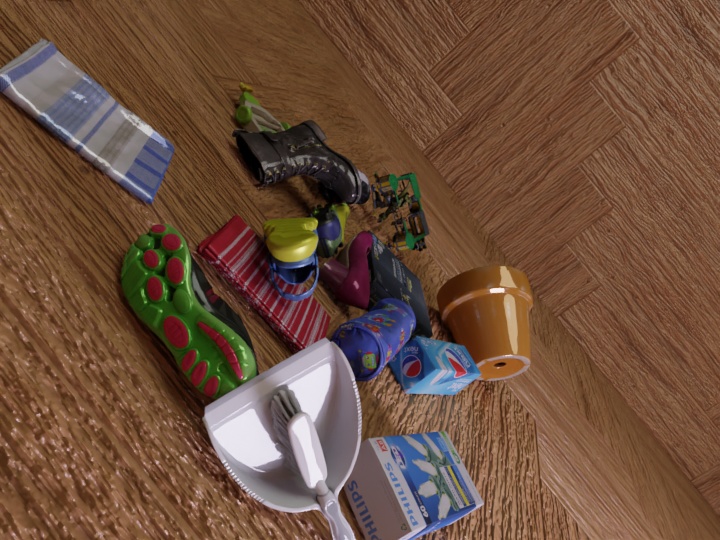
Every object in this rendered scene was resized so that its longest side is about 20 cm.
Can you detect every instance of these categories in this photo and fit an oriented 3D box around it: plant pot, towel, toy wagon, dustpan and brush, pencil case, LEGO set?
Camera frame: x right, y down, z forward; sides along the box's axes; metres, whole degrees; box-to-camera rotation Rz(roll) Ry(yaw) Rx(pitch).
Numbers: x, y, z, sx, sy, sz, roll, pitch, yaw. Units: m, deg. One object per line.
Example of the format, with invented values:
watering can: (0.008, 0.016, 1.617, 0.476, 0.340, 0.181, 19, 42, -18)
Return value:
plant pot: (0.271, 0.121, 1.249, 0.200, 0.199, 0.185, 31, 42, -44)
towel: (-0.116, 0.021, 0.773, 0.200, 0.022, 0.145, 49, 17, -12)
towel: (-0.308, -0.175, 0.696, 0.200, 0.024, 0.147, 42, 21, -26)
toy wagon: (-0.180, -0.271, 1.148, 0.201, 0.040, 0.155, 55, 19, 14)
dustpan and brush: (-0.043, 0.182, 0.543, 0.057, 0.139, 0.202, 22, -47, 53)
pencil case: (0.019, 0.094, 0.862, 0.086, 0.079, 0.200, 15, 12, 16)
LEGO set: (0.066, -0.128, 1.354, 0.154, 0.115, 0.201, -39, 113, -52)

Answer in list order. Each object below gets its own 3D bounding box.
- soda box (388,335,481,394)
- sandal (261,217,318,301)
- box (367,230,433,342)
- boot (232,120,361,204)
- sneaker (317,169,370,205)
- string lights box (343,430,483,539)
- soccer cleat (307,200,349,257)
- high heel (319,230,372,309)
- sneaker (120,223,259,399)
soda box: (0.126, 0.161, 0.994, 0.200, 0.068, 0.064, 19, 36, -58)
sandal: (-0.091, -0.021, 0.793, 0.200, 0.079, 0.088, -99, -175, -74)
box: (0.056, 0.031, 1.103, 0.158, 0.051, 0.200, 44, 19, -22)
boot: (-0.109, -0.174, 1.032, 0.174, 0.069, 0.200, -28, 74, -44)
sneaker: (-0.042, -0.167, 1.248, 0.200, 0.080, 0.087, 23, 56, -57)
string lights box: (0.060, 0.248, 0.693, 0.199, 0.059, 0.103, 19, 37, -57)
soccer cleat: (-0.054, -0.073, 1.059, 0.200, 0.064, 0.084, -67, 145, -74)
high heel: (0.000, 0.000, 1.005, 0.096, 0.068, 0.200, 41, 33, 2)
sneaker: (-0.163, 0.043, 0.575, 0.201, 0.076, 0.084, 56, -5, 19)
